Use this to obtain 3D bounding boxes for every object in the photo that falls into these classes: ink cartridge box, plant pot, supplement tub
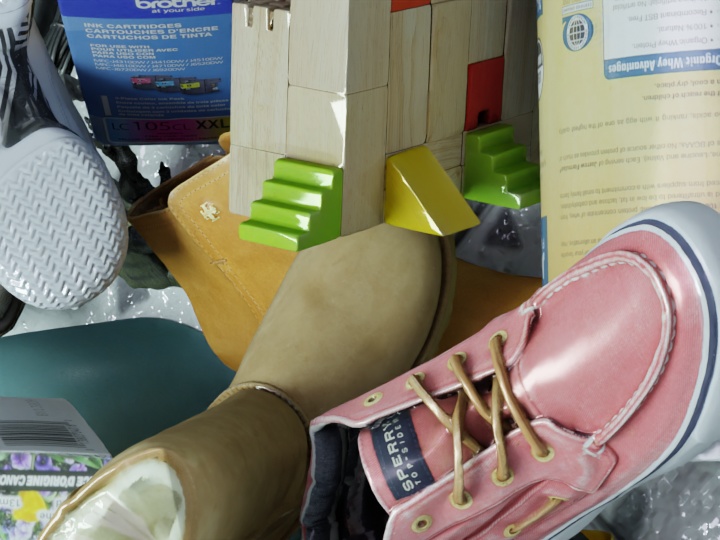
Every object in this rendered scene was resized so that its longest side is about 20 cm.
[{"bbox_3d":[-0.087,-0.150,0.914,0.076,0.200,0.137,-3,72,-4],"label":"ink cartridge box"},{"bbox_3d":[-0.154,0.121,0.991,0.200,0.161,0.201,-1,88,38],"label":"plant pot"},{"bbox_3d":[0.135,-0.035,0.773,0.145,0.145,0.200,-3,86,39],"label":"supplement tub"},{"bbox_3d":[-0.133,0.156,0.844,0.109,0.050,0.200,-155,68,-72],"label":"ink cartridge box"}]

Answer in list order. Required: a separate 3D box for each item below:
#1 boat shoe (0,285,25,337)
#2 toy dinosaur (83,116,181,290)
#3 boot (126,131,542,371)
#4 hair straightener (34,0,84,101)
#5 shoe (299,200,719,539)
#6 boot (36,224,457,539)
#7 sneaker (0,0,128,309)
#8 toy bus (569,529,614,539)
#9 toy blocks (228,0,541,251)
[{"bbox_3d":[-0.223,-0.002,1.107,0.200,0.073,0.075,19,76,46],"label":"boat shoe"},{"bbox_3d":[-0.100,-0.019,1.017,0.200,0.047,0.088,24,139,36],"label":"toy dinosaur"},{"bbox_3d":[0.000,0.000,0.887,0.201,0.071,0.144,-16,119,43],"label":"boot"},{"bbox_3d":[-0.148,-0.088,1.031,0.077,0.041,0.200,5,64,38],"label":"hair straightener"},{"bbox_3d":[0.047,0.050,0.701,0.072,0.091,0.200,65,151,20],"label":"shoe"},{"bbox_3d":[-0.037,0.055,0.771,0.066,0.200,0.175,27,103,11],"label":"boot"},{"bbox_3d":[-0.158,-0.071,0.925,0.075,0.115,0.200,-25,85,-8],"label":"sneaker"},{"bbox_3d":[0.016,0.203,0.836,0.136,0.200,0.192,-9,92,38],"label":"toy bus"},{"bbox_3d":[0.019,-0.096,0.800,0.100,0.200,0.137,13,109,33],"label":"toy blocks"}]
